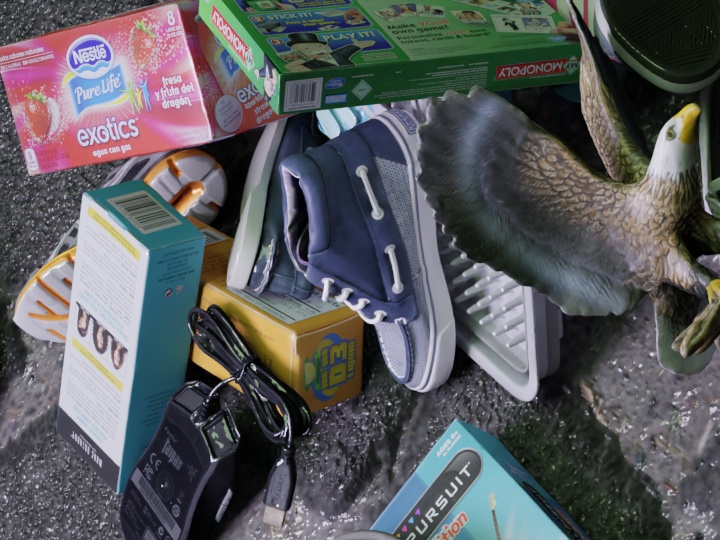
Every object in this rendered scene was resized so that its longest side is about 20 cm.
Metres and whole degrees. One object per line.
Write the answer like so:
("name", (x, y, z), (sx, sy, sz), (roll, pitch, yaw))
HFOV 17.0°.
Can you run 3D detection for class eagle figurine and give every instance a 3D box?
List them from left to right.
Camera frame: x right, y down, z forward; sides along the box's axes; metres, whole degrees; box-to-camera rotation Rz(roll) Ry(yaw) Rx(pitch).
("eagle figurine", (0.147, -0.044, 1.340), (0.200, 0.152, 0.151), (34, 99, 22))

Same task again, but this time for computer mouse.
("computer mouse", (-0.087, 0.134, 1.592), (0.140, 0.046, 0.200), (44, 124, 37))

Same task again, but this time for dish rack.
("dish rack", (0.071, -0.035, 1.483), (0.043, 0.200, 0.172), (-24, 40, -22))

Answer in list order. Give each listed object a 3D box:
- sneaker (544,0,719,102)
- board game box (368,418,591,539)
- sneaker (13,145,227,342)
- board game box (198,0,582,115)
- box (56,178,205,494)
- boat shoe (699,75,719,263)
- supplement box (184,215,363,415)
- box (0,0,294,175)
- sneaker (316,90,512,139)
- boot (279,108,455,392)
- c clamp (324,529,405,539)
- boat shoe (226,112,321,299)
("sneaker", (0.156, -0.143, 1.481), (0.083, 0.121, 0.200), (-18, 48, -14))
("board game box", (0.077, 0.208, 1.440), (0.151, 0.047, 0.200), (-53, 47, 9))
("sneaker", (-0.175, -0.025, 1.748), (0.200, 0.078, 0.077), (-41, 36, 15))
("board game box", (0.019, -0.145, 1.445), (0.135, 0.199, 0.029), (-128, 37, -51))
("box", (-0.157, 0.046, 1.637), (0.082, 0.049, 0.200), (40, 132, 38))
("boat shoe", (0.228, -0.037, 1.408), (0.073, 0.065, 0.200), (-26, 56, 29))
("supplement box", (-0.083, 0.029, 1.631), (0.200, 0.069, 0.067), (31, 127, 45))
("box", (-0.143, -0.131, 1.640), (0.200, 0.100, 0.096), (-7, 100, 45))
("sneaker", (-0.001, -0.153, 1.586), (0.130, 0.200, 0.080), (-19, 18, 40))
("boot", (0.000, 0.000, 1.495), (0.090, 0.200, 0.073), (-22, 33, -22))
("c clamp", (-0.009, 0.243, 1.451), (0.171, 0.027, 0.201), (31, 115, 49))
("boat shoe", (-0.045, -0.054, 1.634), (0.200, 0.062, 0.075), (-82, 12, -55))
